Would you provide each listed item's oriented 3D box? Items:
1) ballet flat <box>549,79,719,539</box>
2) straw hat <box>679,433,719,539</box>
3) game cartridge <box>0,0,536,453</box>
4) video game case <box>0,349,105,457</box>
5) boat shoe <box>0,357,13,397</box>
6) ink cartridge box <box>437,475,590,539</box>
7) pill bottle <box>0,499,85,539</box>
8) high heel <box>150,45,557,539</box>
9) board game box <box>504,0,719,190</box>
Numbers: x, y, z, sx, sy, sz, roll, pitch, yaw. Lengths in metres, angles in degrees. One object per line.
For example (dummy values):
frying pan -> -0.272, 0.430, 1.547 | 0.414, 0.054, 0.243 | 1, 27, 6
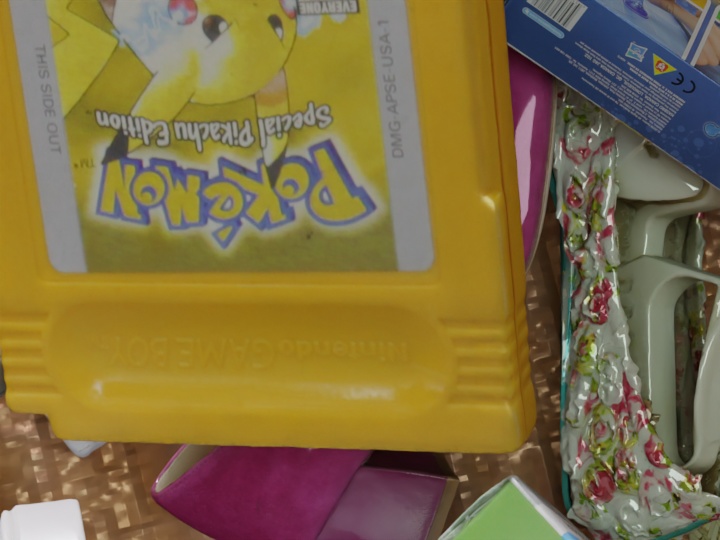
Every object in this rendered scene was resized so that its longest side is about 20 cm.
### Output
ballet flat -> 0.101, -0.005, 0.875 | 0.076, 0.064, 0.201 | -2, 87, -47
straw hat -> 0.208, 0.072, 0.870 | 0.200, 0.085, 0.202 | 1, 82, -5
game cartridge -> -0.039, -0.041, 0.799 | 0.176, 0.032, 0.201 | 0, 107, 19
video game case -> -0.083, -0.069, 0.894 | 0.182, 0.023, 0.200 | -37, 86, -9
boat shoe -> -0.195, -0.021, 0.852 | 0.060, 0.072, 0.202 | -39, 92, -9
ink cartridge box -> 0.103, 0.161, 0.797 | 0.059, 0.104, 0.200 | -44, 61, 2
pill bottle -> -0.180, 0.129, 0.810 | 0.199, 0.113, 0.113 | -9, 83, -8
high heel -> 0.000, 0.000, 0.859 | 0.096, 0.067, 0.200 | 14, 103, -13
board game box -> 0.150, -0.067, 0.865 | 0.200, 0.034, 0.135 | 35, 39, -3
